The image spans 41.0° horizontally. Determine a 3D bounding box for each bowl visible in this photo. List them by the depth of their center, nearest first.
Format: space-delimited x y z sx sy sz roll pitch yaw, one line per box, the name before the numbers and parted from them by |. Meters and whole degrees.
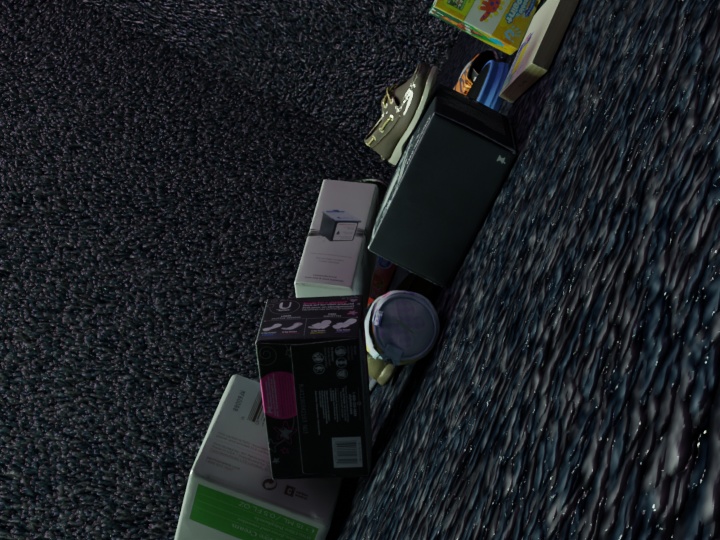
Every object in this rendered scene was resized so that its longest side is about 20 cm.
bowl | 0.193 -0.263 1.635 0.201 0.039 0.203 -90 26 -78

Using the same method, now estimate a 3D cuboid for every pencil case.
pencil case | 0.046 0.074 1.228 0.200 0.082 0.092 154 127 -85

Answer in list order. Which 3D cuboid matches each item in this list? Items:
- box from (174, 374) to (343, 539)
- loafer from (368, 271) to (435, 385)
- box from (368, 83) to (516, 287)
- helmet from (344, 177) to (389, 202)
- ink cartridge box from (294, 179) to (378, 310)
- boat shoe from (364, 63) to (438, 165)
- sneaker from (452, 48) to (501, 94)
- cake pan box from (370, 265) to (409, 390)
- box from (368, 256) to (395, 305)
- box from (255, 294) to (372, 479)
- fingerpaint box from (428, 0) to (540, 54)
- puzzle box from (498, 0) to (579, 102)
box | -0.130 0.295 1.333 0.201 0.196 0.173 -70 0 -53
loafer | 0.051 0.061 1.367 0.076 0.067 0.202 125 169 -72
box | 0.110 -0.118 1.282 0.197 0.122 0.202 -78 13 -69
helmet | 0.011 -0.050 1.759 0.201 0.197 0.192 -68 -35 -48
ink cartridge box | -0.028 -0.005 1.350 0.148 0.084 0.202 87 -170 -48
boat shoe | 0.054 -0.220 1.330 0.072 0.059 0.200 -64 1 -28
sneaker | 0.196 -0.325 1.772 0.112 0.077 0.202 126 169 -79
cake pan box | 0.032 0.099 1.572 0.185 0.052 0.202 -58 8 52
box | 0.000 0.000 1.563 0.100 0.095 0.201 -59 5 41
box | -0.053 0.144 1.206 0.115 0.130 0.203 -87 -6 -64
fingerpaint box | 0.235 -0.502 1.654 0.073 0.165 0.202 -128 62 -84
puzzle box | 0.246 -0.313 1.315 0.200 0.025 0.135 161 133 -86
